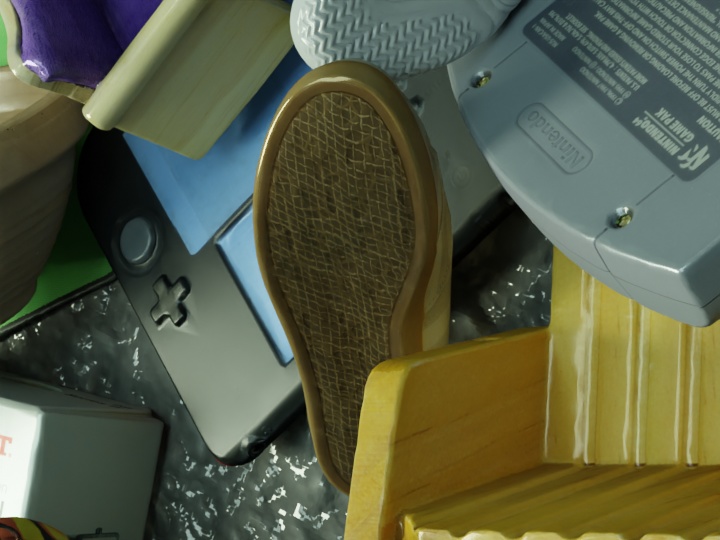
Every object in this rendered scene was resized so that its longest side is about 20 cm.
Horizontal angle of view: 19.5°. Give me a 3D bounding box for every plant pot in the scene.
[{"bbox_3d":[-0.209,-0.016,0.944,0.199,0.201,0.093,-4,112,36],"label":"plant pot"}]

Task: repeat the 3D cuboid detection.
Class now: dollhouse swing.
[{"bbox_3d":[0.111,0.000,0.717,0.199,0.181,0.178,-3,93,36],"label":"dollhouse swing"}]

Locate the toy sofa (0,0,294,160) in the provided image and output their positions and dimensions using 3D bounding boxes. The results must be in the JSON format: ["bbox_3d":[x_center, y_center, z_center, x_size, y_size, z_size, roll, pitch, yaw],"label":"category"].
[{"bbox_3d":[-0.109,-0.150,0.902,0.083,0.097,0.201,-47,45,22],"label":"toy sofa"}]

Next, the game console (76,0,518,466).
[{"bbox_3d":[-0.031,-0.043,0.893,0.200,0.031,0.178,-44,56,25],"label":"game console"}]

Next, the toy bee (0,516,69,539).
[{"bbox_3d":[-0.146,0.144,0.823,0.200,0.108,0.132,-49,36,42],"label":"toy bee"}]

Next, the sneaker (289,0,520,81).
[{"bbox_3d":[0.025,-0.149,0.814,0.200,0.076,0.113,-51,30,-19],"label":"sneaker"}]

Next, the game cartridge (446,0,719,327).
[{"bbox_3d":[0.108,-0.063,0.727,0.133,0.042,0.200,-42,34,4],"label":"game cartridge"}]

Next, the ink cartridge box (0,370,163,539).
[{"bbox_3d":[-0.182,0.148,0.954,0.146,0.083,0.202,9,89,36],"label":"ink cartridge box"}]

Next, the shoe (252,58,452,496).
[{"bbox_3d":[0.000,0.000,0.797,0.069,0.054,0.201,4,129,10],"label":"shoe"}]

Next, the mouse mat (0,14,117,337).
[{"bbox_3d":[-0.199,-0.039,1.038,0.199,0.008,0.162,-25,71,32],"label":"mouse mat"}]
